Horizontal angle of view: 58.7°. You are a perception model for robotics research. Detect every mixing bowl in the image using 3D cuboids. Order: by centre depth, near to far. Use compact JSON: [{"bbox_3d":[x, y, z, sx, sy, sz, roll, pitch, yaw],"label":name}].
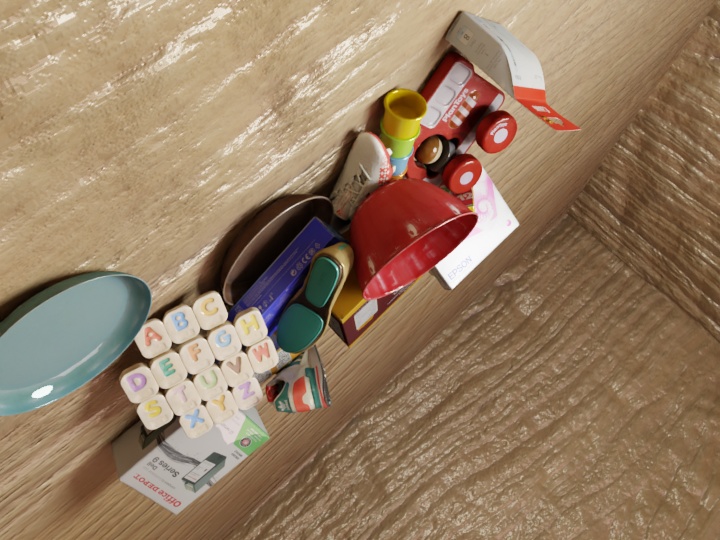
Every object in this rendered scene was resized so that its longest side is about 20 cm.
[{"bbox_3d":[0.058,-0.059,0.917,0.199,0.109,0.200,-32,166,-9],"label":"mixing bowl"}]

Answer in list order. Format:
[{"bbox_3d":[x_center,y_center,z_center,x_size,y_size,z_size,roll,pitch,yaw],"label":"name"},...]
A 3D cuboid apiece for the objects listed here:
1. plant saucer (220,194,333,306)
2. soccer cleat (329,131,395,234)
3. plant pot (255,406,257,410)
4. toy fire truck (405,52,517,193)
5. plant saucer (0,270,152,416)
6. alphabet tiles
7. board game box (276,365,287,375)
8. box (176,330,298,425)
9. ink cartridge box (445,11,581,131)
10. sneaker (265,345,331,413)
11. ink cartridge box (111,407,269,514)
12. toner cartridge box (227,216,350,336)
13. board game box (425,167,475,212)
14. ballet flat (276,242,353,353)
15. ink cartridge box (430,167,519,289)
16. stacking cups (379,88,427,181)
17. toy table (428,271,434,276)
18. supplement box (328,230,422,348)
[{"bbox_3d":[-0.121,-0.034,0.889,0.200,0.034,0.201,-42,165,-14],"label":"plant saucer"},{"bbox_3d":[-0.006,-0.118,0.922,0.085,0.069,0.200,-40,167,-24],"label":"soccer cleat"},{"bbox_3d":[-0.253,0.257,1.163,0.201,0.093,0.201,-42,163,-16],"label":"plant pot"},{"bbox_3d":[0.130,-0.220,0.989,0.167,0.113,0.201,16,122,-43],"label":"toy fire truck"},{"bbox_3d":[-0.310,0.071,0.668,0.200,0.027,0.201,-43,164,-15],"label":"plant saucer"},{"bbox_3d":[-0.210,0.131,0.856,0.198,0.015,0.197,-26,122,-17],"label":"alphabet tiles"},{"bbox_3d":[-0.147,0.151,1.149,0.023,0.105,0.200,-41,164,-2],"label":"board game box"},{"bbox_3d":[-0.201,0.147,0.972,0.199,0.118,0.042,-36,131,-30],"label":"box"},{"bbox_3d":[0.228,-0.274,0.891,0.047,0.200,0.160,-53,163,28],"label":"ink cartridge box"},{"bbox_3d":[-0.104,0.163,0.992,0.092,0.071,0.200,-13,-165,-9],"label":"sneaker"},{"bbox_3d":[-0.271,0.275,1.028,0.199,0.084,0.146,-39,130,-4],"label":"ink cartridge box"},{"bbox_3d":[-0.104,0.017,0.921,0.200,0.043,0.095,-47,166,5],"label":"toner cartridge box"},{"bbox_3d":[0.144,-0.140,1.090,0.201,0.094,0.030,-77,157,-58],"label":"board game box"},{"bbox_3d":[-0.059,0.041,0.902,0.201,0.068,0.063,-57,174,37],"label":"ballet flat"},{"bbox_3d":[0.175,-0.103,1.196,0.196,0.201,0.043,-42,-164,-15],"label":"ink cartridge box"},{"bbox_3d":[0.044,-0.170,0.931,0.060,0.060,0.201,-37,162,-27],"label":"stacking cups"},{"bbox_3d":[0.147,-0.082,1.320,0.199,0.117,0.184,-39,163,-21],"label":"toy table"},{"bbox_3d":[0.000,0.000,1.104,0.197,0.133,0.200,-43,164,-12],"label":"supplement box"}]
